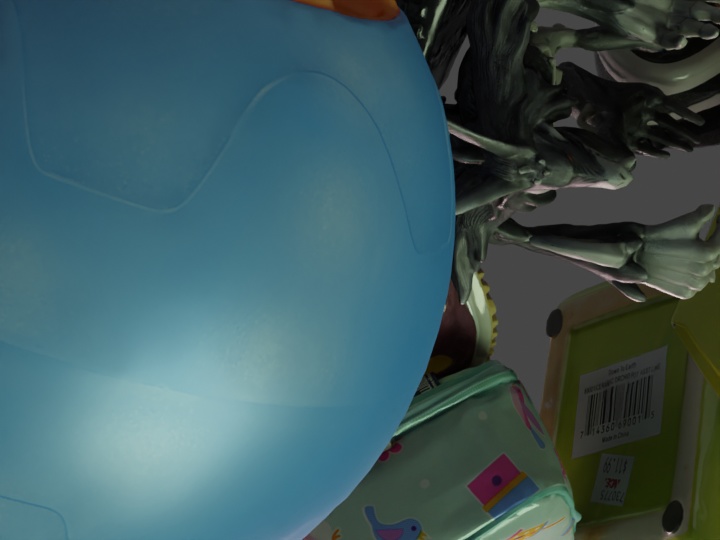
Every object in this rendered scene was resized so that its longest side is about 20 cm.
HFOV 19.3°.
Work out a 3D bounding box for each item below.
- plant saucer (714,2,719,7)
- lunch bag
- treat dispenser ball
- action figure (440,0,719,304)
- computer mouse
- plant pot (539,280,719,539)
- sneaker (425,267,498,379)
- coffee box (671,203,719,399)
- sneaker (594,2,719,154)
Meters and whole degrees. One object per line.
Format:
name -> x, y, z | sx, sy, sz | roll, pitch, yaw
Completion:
plant saucer -> 0.224, -0.130, 0.767 | 0.200, 0.200, 0.032 | -29, 130, -18
lunch bag -> 0.011, 0.111, 0.917 | 0.160, 0.077, 0.200 | -27, 166, 1
treat dispenser ball -> -0.077, -0.014, 0.508 | 0.200, 0.201, 0.201 | -31, 159, -13
action figure -> 0.082, -0.056, 0.729 | 0.200, 0.102, 0.119 | -46, 143, -63
computer mouse -> 0.004, -0.048, 0.728 | 0.059, 0.034, 0.201 | -46, 157, -64
plant pot -> 0.195, 0.090, 1.030 | 0.181, 0.200, 0.200 | 18, 160, -24
sneaker -> 0.000, 0.000, 0.852 | 0.090, 0.075, 0.200 | -29, 150, -11
coffee box -> 0.273, 0.007, 0.828 | 0.197, 0.200, 0.200 | 0, 129, -23
sneaker -> 0.184, -0.117, 0.896 | 0.199, 0.073, 0.112 | -25, 161, -6
